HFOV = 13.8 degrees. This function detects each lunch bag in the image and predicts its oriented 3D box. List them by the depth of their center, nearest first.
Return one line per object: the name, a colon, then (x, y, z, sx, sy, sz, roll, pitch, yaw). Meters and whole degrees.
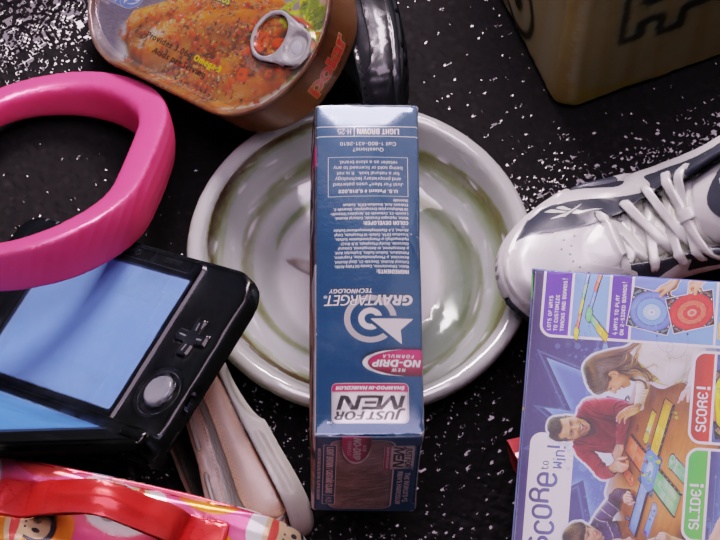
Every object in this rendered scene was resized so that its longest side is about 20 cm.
lunch bag: (-0.124, 0.158, 1.551, 0.199, 0.176, 0.082, 11, 62, 5)

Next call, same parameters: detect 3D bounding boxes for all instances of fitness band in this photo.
fitness band: (-0.182, -0.055, 1.699, 0.143, 0.038, 0.200, -4, 32, 12)

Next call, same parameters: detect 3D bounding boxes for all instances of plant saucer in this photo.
plant saucer: (0.000, 0.000, 1.711, 0.199, 0.050, 0.201, 1, 63, -1)

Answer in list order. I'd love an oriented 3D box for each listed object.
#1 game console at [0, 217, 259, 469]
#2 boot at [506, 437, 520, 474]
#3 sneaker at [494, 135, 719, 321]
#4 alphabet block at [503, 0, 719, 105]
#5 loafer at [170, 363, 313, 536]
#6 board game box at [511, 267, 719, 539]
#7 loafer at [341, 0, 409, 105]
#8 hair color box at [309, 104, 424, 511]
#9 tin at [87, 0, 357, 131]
game console: (-0.186, 0.033, 1.601, 0.200, 0.116, 0.176, 15, 67, 43)
boot: (0.163, 0.080, 1.665, 0.144, 0.072, 0.201, 18, 66, 9)
sneaker: (0.179, -0.031, 1.663, 0.198, 0.130, 0.080, -10, 77, -26)
alphabet block: (0.173, -0.249, 1.765, 0.196, 0.200, 0.196, -18, 65, -11)
loafer: (-0.099, 0.074, 1.655, 0.063, 0.072, 0.200, -27, 65, -15)
board game box: (0.151, 0.103, 1.600, 0.135, 0.034, 0.201, 4, 80, 9)
loafer: (-0.017, -0.155, 1.764, 0.070, 0.068, 0.201, -12, 42, -7)
hair color box: (0.002, 0.020, 1.616, 0.060, 0.100, 0.201, 0, 62, -1)
tin: (-0.081, -0.151, 1.743, 0.200, 0.042, 0.112, 28, 93, 43)
